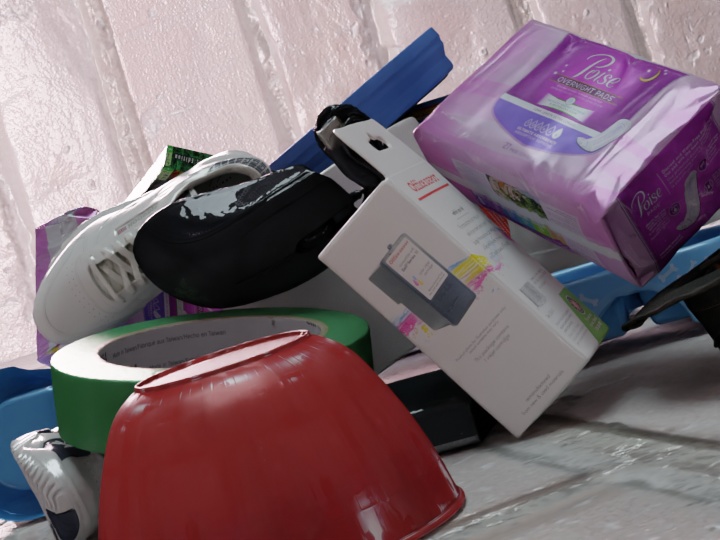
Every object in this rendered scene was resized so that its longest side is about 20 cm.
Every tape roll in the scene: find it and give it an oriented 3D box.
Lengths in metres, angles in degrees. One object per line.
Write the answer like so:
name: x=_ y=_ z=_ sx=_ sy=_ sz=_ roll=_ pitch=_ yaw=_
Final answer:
tape roll: x=0.000 y=0.000 z=1.424 sx=0.203 sy=0.139 sz=0.203 roll=-37 pitch=-1 yaw=-1
tape roll: x=-0.091 y=0.066 z=1.195 sx=0.200 sy=0.048 sz=0.200 roll=-5 pitch=9 yaw=1

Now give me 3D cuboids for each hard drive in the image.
hard drive: x=-0.008 y=0.103 z=1.215 sx=0.199 sy=0.033 sz=0.140 roll=-16 pitch=4 yaw=16

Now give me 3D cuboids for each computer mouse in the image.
computer mouse: x=-0.059 y=-0.024 z=1.263 sx=0.200 sy=0.053 sz=0.139 roll=-21 pitch=-40 yaw=17

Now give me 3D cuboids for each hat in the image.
hat: x=0.251 y=0.005 z=1.096 sx=0.200 sy=0.081 sz=0.201 roll=-34 pitch=-5 yaw=-3

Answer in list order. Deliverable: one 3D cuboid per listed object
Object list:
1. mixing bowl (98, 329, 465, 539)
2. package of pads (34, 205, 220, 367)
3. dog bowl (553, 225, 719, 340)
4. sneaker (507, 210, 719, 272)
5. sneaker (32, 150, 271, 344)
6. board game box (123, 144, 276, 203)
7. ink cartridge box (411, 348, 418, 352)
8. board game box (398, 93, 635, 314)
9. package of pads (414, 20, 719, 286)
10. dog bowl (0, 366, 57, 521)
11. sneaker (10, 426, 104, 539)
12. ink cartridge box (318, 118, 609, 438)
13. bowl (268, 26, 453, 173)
mixing bowl: x=-0.055 y=0.096 z=0.994 sx=0.200 sy=0.109 sz=0.200 roll=-17 pitch=4 yaw=1
package of pads: x=-0.172 y=0.042 z=1.504 sx=0.076 sy=0.121 sz=0.200 roll=-18 pitch=-29 yaw=27
dog bowl: x=0.188 y=0.015 z=1.330 sx=0.199 sy=0.050 sz=0.111 roll=-17 pitch=4 yaw=10
sneaker: x=0.189 y=-0.077 z=1.318 sx=0.199 sy=0.116 sz=0.074 roll=-17 pitch=2 yaw=-10
sneaker: x=-0.149 y=-0.019 z=1.348 sx=0.200 sy=0.076 sz=0.081 roll=-38 pitch=9 yaw=-1
board game box: x=-0.130 y=-0.041 z=1.488 sx=0.104 sy=0.024 sz=0.200 roll=10 pitch=-22 yaw=-19
ink cartridge box: x=0.022 y=0.027 z=1.731 sx=0.145 sy=0.084 sz=0.200 roll=-17 pitch=4 yaw=6
board game box: x=0.117 y=-0.048 z=1.499 sx=0.056 sy=0.200 sz=0.196 roll=-43 pitch=12 yaw=-15
package of pads: x=0.138 y=-0.079 z=1.185 sx=0.121 sy=0.076 sz=0.200 roll=-45 pitch=37 yaw=-12
dog bowl: x=-0.197 y=0.114 z=1.391 sx=0.199 sy=0.112 sz=0.050 roll=-17 pitch=-10 yaw=13
sneaker: x=-0.152 y=0.120 z=1.258 sx=0.129 sy=0.080 sz=0.199 roll=-27 pitch=-5 yaw=-8
ink cartridge box: x=0.050 y=0.000 z=1.157 sx=0.067 sy=0.200 sz=0.117 roll=-49 pitch=-5 yaw=15
bowl: x=-0.008 y=-0.113 z=1.517 sx=0.201 sy=0.039 sz=0.201 roll=-41 pitch=3 yaw=3
